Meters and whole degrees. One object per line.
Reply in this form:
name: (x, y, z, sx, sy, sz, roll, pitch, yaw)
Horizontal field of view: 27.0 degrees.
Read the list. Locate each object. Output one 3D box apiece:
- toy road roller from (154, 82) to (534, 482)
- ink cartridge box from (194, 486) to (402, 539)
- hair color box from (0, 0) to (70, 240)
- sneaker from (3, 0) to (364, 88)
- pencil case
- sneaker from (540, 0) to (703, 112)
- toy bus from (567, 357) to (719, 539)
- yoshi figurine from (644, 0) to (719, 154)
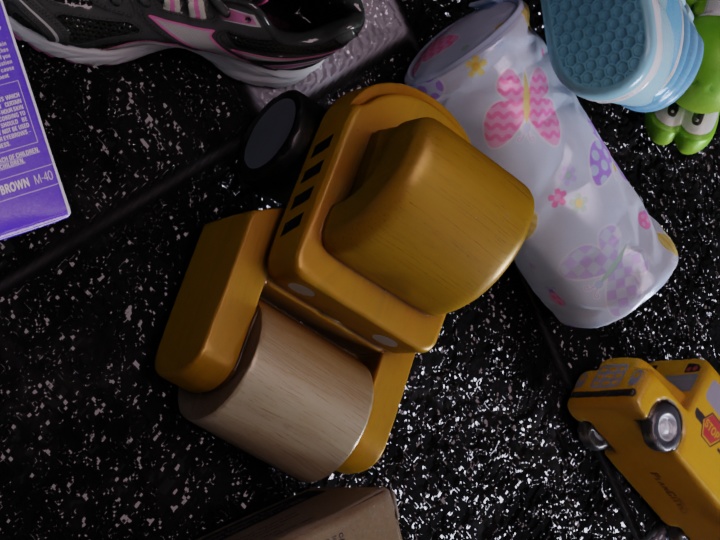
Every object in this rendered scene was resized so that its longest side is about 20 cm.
toy road roller: (0.000, 0.000, 0.760, 0.122, 0.145, 0.202, 32, 68, -29)
ink cartridge box: (-0.040, 0.229, 0.753, 0.164, 0.075, 0.202, -18, 96, -38)
hair color box: (-0.201, -0.105, 0.644, 0.064, 0.109, 0.202, -20, 97, -34)
sneaker: (-0.083, -0.146, 0.750, 0.199, 0.086, 0.081, 1, 83, -36)
pencil case: (0.109, -0.062, 0.887, 0.091, 0.083, 0.201, -43, 110, -17)
sneaker: (0.149, -0.186, 0.883, 0.130, 0.079, 0.202, 14, 72, -61)
toy bus: (0.220, 0.125, 0.962, 0.200, 0.065, 0.079, 48, 60, -23)
yoshi figurine: (0.238, -0.176, 0.966, 0.112, 0.112, 0.202, 28, 78, -51)
